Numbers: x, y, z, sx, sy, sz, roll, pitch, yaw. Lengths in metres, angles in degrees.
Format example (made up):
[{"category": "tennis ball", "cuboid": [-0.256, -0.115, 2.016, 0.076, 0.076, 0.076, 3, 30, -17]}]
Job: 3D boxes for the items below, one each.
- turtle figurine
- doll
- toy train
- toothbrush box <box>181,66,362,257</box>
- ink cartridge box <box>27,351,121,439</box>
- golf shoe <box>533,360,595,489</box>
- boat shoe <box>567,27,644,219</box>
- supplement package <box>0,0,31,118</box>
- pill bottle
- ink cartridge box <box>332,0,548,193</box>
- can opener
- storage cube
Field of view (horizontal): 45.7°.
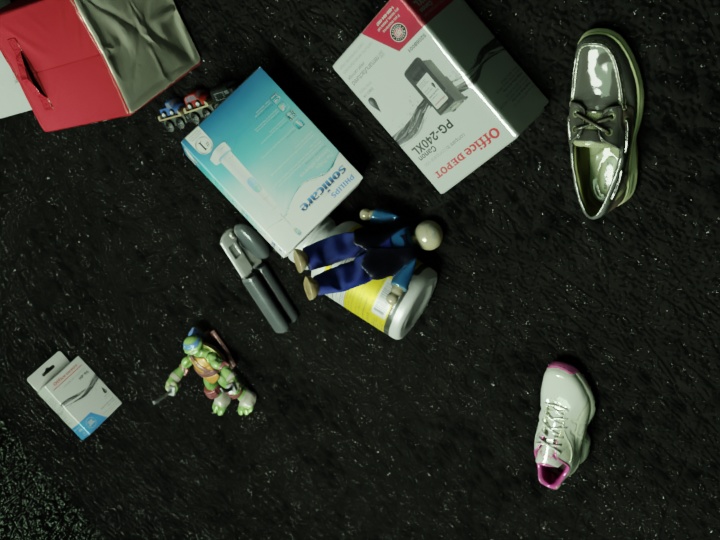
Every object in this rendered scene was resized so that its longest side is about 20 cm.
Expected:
[{"category": "turtle figurine", "cuboid": [-0.291, 0.229, 1.620, 0.195, 0.143, 0.201, 56, -173, -44]}, {"category": "doll", "cuboid": [0.017, -0.018, 1.124, 0.049, 0.198, 0.138, 110, 139, -70]}, {"category": "toy train", "cuboid": [-0.235, -0.242, 1.251, 0.198, 0.034, 0.046, -6, 118, 44]}, {"category": "toothbrush box", "cuboid": [-0.117, -0.140, 1.137, 0.200, 0.146, 0.085, 45, 173, -3]}, {"category": "ink cartridge box", "cuboid": [-0.695, 0.294, 2.076, 0.200, 0.116, 0.068, 49, 141, -8]}, {"category": "golf shoe", "cuboid": [0.276, 0.218, 1.177, 0.075, 0.092, 0.202, 14, 131, 34]}, {"category": "boat shoe", "cuboid": [0.250, -0.145, 0.887, 0.071, 0.066, 0.203, 12, 132, 34]}, {"category": "supplement package", "cuboid": [-0.613, -0.352, 1.335, 0.200, 0.149, 0.153, 50, 149, 32]}, {"category": "pill bottle", "cuboid": [0.000, 0.000, 1.204, 0.199, 0.111, 0.112, 32, 141, 14]}, {"category": "ink cartridge box", "cuboid": [0.088, -0.207, 0.958, 0.200, 0.083, 0.145, 48, 141, -5]}, {"category": "can opener", "cuboid": [-0.158, 0.012, 1.399, 0.066, 0.053, 0.201, -9, 120, 46]}, {"category": "storage cube", "cuboid": [-0.358, -0.315, 1.169, 0.178, 0.200, 0.173, -2, 123, 34]}]
